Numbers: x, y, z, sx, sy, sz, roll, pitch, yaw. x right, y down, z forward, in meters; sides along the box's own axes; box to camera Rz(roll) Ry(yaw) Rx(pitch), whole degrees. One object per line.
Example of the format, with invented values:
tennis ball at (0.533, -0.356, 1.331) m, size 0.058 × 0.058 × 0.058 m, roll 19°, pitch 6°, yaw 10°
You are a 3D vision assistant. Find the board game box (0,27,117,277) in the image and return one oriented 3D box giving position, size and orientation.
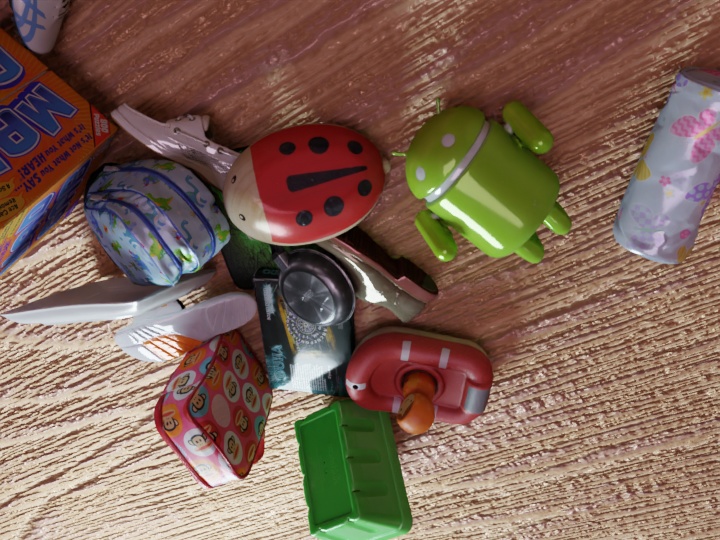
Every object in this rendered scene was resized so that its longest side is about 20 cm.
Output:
board game box at (-0.448, -0.126, 0.757) m, size 0.199 × 0.201 × 0.199 m, roll 41°, pitch 136°, yaw -14°

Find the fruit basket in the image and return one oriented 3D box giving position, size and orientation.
fruit basket at (0.003, 0.299, 0.969) m, size 0.155 × 0.216 × 0.216 m, roll -30°, pitch 111°, yaw 28°

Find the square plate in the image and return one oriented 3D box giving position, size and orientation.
square plate at (-0.317, 0.035, 0.854) m, size 0.197 × 0.198 × 0.029 m, roll -6°, pitch 100°, yaw 16°

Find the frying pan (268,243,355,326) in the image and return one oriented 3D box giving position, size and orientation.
frying pan at (-0.075, -0.006, 0.821) m, size 0.114 × 0.031 × 0.192 m, roll -10°, pitch 115°, yaw 36°

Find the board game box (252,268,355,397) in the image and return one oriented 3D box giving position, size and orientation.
board game box at (-0.075, 0.092, 0.928) m, size 0.133 × 0.028 × 0.202 m, roll 5°, pitch 124°, yaw 10°

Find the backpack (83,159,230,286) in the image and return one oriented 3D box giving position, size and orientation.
backpack at (-0.243, -0.055, 0.783) m, size 0.198 × 0.154 × 0.165 m, roll -6°, pitch 121°, yaw 34°

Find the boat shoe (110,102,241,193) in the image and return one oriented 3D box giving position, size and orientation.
boat shoe at (-0.199, -0.156, 0.791) m, size 0.198 × 0.071 × 0.070 m, roll 29°, pitch 97°, yaw -7°

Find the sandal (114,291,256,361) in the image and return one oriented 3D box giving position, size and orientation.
sandal at (-0.239, 0.066, 0.914) m, size 0.204 × 0.060 × 0.080 m, roll -19°, pitch 133°, yaw 6°

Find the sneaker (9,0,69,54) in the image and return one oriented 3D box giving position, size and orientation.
sneaker at (-0.331, -0.322, 0.715) m, size 0.072 × 0.072 × 0.201 m, roll 22°, pitch 127°, yaw -12°

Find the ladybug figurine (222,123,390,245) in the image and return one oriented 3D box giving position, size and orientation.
ladybug figurine at (-0.059, -0.100, 0.746) m, size 0.198 × 0.072 × 0.137 m, roll -18°, pitch 94°, yaw -8°

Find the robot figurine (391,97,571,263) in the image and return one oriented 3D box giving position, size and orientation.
robot figurine at (0.134, -0.095, 0.716) m, size 0.199 × 0.116 × 0.176 m, roll 37°, pitch 113°, yaw -10°

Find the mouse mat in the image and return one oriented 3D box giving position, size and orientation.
mouse mat at (-0.127, -0.066, 0.860) m, size 0.159 × 0.008 × 0.202 m, roll -9°, pitch 118°, yaw 18°

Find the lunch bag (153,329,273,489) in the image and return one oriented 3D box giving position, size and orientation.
lunch bag at (-0.189, 0.196, 0.922) m, size 0.081 × 0.201 × 0.177 m, roll -22°, pitch 114°, yaw 19°

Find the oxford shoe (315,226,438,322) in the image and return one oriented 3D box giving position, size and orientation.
oxford shoe at (0.000, 0.000, 0.828) m, size 0.199 × 0.071 × 0.075 m, roll 34°, pitch 115°, yaw -8°

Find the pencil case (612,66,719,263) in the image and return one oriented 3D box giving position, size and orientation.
pencil case at (0.337, -0.106, 0.682) m, size 0.090 × 0.083 × 0.202 m, roll 16°, pitch 123°, yaw 10°

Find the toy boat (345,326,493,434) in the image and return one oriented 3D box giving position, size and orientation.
toy boat at (0.076, 0.162, 0.878) m, size 0.197 × 0.131 × 0.132 m, roll 9°, pitch 123°, yaw 7°
